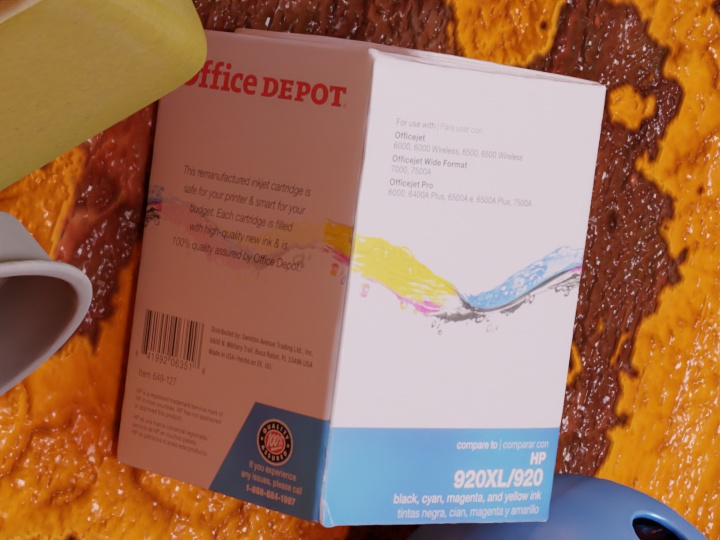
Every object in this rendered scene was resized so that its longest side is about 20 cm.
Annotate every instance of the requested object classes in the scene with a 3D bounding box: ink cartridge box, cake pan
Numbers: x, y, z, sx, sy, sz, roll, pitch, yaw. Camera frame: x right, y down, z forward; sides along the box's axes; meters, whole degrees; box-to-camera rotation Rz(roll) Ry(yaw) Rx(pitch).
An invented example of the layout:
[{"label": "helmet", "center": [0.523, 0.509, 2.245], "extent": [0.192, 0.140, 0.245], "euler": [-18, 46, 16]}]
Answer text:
[{"label": "ink cartridge box", "center": [0.000, 0.000, 1.267], "extent": [0.144, 0.147, 0.201], "euler": [3, 96, -41]}, {"label": "cake pan", "center": [-0.199, 0.035, 1.089], "extent": [0.200, 0.200, 0.037], "euler": [-18, 73, -38]}]

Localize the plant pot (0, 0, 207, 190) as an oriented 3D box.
[{"label": "plant pot", "center": [-0.163, -0.117, 1.045], "extent": [0.200, 0.194, 0.196], "euler": [25, 40, -63]}]

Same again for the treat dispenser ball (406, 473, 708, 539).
[{"label": "treat dispenser ball", "center": [0.093, 0.197, 1.348], "extent": [0.200, 0.200, 0.202], "euler": [-9, 104, -40]}]
